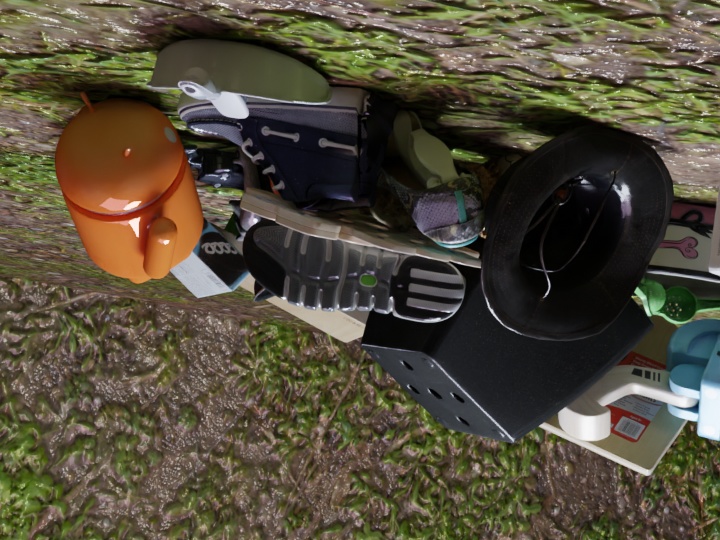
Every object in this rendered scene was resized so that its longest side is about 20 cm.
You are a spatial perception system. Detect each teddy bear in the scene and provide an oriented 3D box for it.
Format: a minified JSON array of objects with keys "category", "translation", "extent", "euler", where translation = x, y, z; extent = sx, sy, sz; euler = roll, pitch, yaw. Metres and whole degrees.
[{"category":"teddy bear","translation":[0.078,-0.070,1.592],"extent":[0.199,0.067,0.145],"euler":[5,-166,-12]}]

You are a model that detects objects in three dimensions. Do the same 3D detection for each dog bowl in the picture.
[{"category":"dog bowl","translation":[0.305,-0.018,1.807],"extent":[0.199,0.074,0.200],"euler":[9,173,1]}]

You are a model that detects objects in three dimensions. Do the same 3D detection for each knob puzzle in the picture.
[{"category":"knob puzzle","translation":[0.258,0.109,1.888],"extent":[0.218,0.220,0.031],"euler":[7,136,9]}]

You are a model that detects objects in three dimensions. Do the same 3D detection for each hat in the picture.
[{"category":"hat","translation":[0.156,-0.039,1.504],"extent":[0.200,0.201,0.081],"euler":[14,-167,-41]}]

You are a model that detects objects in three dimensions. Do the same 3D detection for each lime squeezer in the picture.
[{"category":"lime squeezer","translation":[0.293,0.027,1.728],"extent":[0.199,0.038,0.070],"euler":[14,171,-34]}]

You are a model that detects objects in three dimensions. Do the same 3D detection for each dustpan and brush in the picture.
[{"category":"dustpan and brush","translation":[-0.101,-0.136,1.338],"extent":[0.139,0.058,0.200],"euler":[7,173,8]}]

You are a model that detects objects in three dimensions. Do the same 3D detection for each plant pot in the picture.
[{"category":"plant pot","translation":[0.122,0.051,1.777],"extent":[0.200,0.178,0.200],"euler":[44,161,-23]}]

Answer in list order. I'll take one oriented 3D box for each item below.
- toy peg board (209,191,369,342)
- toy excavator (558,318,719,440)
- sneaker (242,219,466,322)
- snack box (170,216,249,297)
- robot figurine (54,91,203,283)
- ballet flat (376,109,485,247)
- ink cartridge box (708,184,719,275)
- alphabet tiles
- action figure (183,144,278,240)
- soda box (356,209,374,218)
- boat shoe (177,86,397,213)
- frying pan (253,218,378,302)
[{"category":"toy peg board","translation":[-0.066,-0.019,1.932],"extent":[0.198,0.098,0.200],"euler":[28,171,-6]},{"category":"toy excavator","translation":[0.312,0.109,1.809],"extent":[0.199,0.195,0.100],"euler":[12,133,22]},{"category":"sneaker","translation":[0.000,0.000,1.630],"extent":[0.199,0.075,0.115],"euler":[16,-171,10]},{"category":"snack box","translation":[-0.199,-0.057,1.788],"extent":[0.200,0.037,0.116],"euler":[46,162,-13]},{"category":"robot figurine","translation":[-0.202,-0.071,1.630],"extent":[0.116,0.144,0.200],"euler":[4,147,10]},{"category":"ballet flat","translation":[0.044,-0.091,1.488],"extent":[0.072,0.072,0.200],"euler":[12,-159,-30]},{"category":"ink cartridge box","translation":[0.424,-0.022,1.588],"extent":[0.199,0.083,0.146],"euler":[2,171,43]},{"category":"alphabet tiles","translation":[0.001,-0.033,1.526],"extent":[0.199,0.015,0.195],"euler":[10,-171,-42]},{"category":"action figure","translation":[-0.088,-0.068,1.740],"extent":[0.199,0.105,0.193],"euler":[7,164,-19]},{"category":"soda box","translation":[0.006,-0.035,2.025],"extent":[0.063,0.069,0.200],"euler":[10,173,-26]},{"category":"boat shoe","translation":[-0.068,-0.097,1.488],"extent":[0.199,0.093,0.075],"euler":[3,172,33]},{"category":"frying pan","translation":[-0.034,-0.021,1.686],"extent":[0.115,0.031,0.190],"euler":[-25,171,-38]}]
